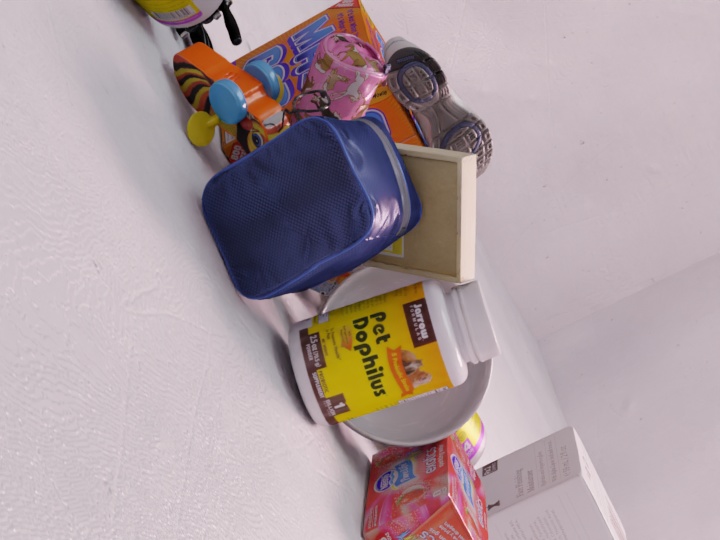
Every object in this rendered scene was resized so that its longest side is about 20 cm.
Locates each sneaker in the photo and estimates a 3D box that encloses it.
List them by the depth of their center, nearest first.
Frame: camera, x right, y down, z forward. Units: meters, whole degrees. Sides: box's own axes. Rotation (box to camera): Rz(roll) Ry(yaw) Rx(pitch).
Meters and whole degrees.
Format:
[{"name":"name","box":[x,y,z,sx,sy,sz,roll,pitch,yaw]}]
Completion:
[{"name":"sneaker","box":[0.088,-0.186,1.656,0.201,0.074,0.087,57,8,-34]}]

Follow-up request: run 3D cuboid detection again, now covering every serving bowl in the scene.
[{"name":"serving bowl","box":[0.040,0.094,1.583,0.202,0.198,0.066,66,-18,10]}]

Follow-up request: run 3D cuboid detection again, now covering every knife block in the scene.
[{"name":"knife block","box":[-0.193,-0.334,1.738,0.177,0.063,0.200,63,9,-13]}]

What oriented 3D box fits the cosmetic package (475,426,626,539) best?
[{"name":"cosmetic package","box":[0.211,0.326,1.800,0.166,0.198,0.165,62,10,-11]}]

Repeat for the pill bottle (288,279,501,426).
[{"name":"pill bottle","box":[0.035,0.077,1.462,0.109,0.198,0.111,-18,90,-84]}]

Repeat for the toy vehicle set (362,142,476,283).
[{"name":"toy vehicle set","box":[0.027,-0.065,1.481,0.026,0.198,0.126,-17,113,-51]}]

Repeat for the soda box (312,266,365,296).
[{"name":"soda box","box":[0.000,0.000,1.685,0.199,0.064,0.069,24,32,-33]}]

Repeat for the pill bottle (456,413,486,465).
[{"name":"pill bottle","box":[0.064,0.148,1.710,0.201,0.103,0.105,57,12,-34]}]

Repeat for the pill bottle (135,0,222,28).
[{"name":"pill bottle","box":[-0.215,-0.334,1.495,0.105,0.103,0.200,68,10,23]}]

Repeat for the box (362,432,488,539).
[{"name":"box","box":[0.069,0.249,1.534,0.095,0.102,0.200,61,11,-13]}]

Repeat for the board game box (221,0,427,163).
[{"name":"board game box","box":[-0.034,-0.163,1.740,0.201,0.198,0.201,56,12,-32]}]

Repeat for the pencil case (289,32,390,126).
[{"name":"pencil case","box":[-0.036,-0.150,1.578,0.086,0.202,0.083,17,28,-14]}]

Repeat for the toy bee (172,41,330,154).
[{"name":"toy bee","box":[-0.120,-0.155,1.530,0.200,0.130,0.110,49,-31,46]}]

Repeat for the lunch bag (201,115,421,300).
[{"name":"lunch bag","box":[-0.048,-0.058,1.438,0.132,0.199,0.137,-10,75,-61]}]
